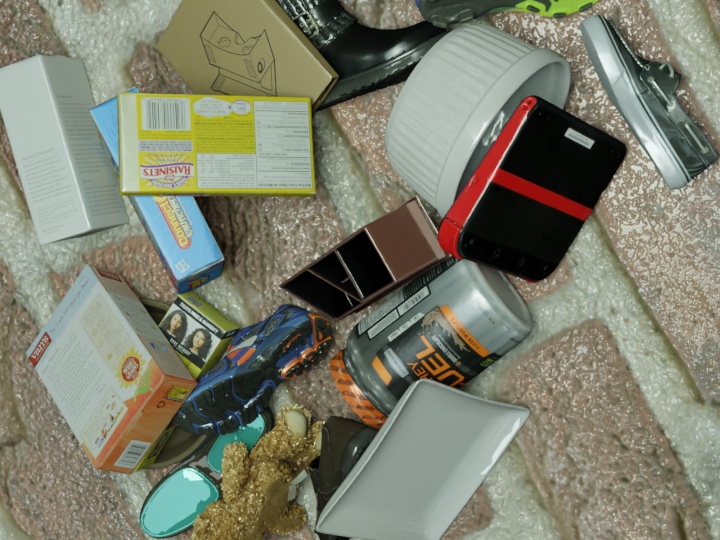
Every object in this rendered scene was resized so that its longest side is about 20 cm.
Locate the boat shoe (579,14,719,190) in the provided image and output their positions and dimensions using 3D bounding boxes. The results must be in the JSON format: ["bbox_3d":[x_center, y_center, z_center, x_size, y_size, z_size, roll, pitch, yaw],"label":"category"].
[{"bbox_3d":[0.297,-0.182,1.441,0.071,0.072,0.200,-31,97,7],"label":"boat shoe"}]

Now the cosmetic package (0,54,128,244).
[{"bbox_3d":[-0.340,-0.137,1.594,0.071,0.101,0.201,-15,91,17],"label":"cosmetic package"}]

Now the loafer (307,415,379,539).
[{"bbox_3d":[-0.020,0.227,1.540,0.071,0.073,0.201,40,137,28],"label":"loafer"}]

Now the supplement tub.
[{"bbox_3d":[0.072,0.074,1.494,0.200,0.122,0.123,-39,85,16],"label":"supplement tub"}]

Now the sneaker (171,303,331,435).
[{"bbox_3d":[-0.125,0.109,1.556,0.200,0.078,0.076,-34,125,-11],"label":"sneaker"}]

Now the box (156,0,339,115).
[{"bbox_3d":[-0.126,-0.227,1.521,0.200,0.021,0.164,51,133,12],"label":"box"}]

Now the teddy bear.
[{"bbox_3d":[-0.107,0.238,1.565,0.067,0.145,0.201,33,102,43],"label":"teddy bear"}]

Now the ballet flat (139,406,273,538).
[{"bbox_3d":[-0.168,0.227,1.601,0.200,0.068,0.068,-44,88,6],"label":"ballet flat"}]

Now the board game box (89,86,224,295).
[{"bbox_3d":[-0.217,-0.079,1.516,0.056,0.196,0.201,-27,88,-9],"label":"board game box"}]

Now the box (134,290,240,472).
[{"bbox_3d":[-0.221,0.125,1.587,0.075,0.050,0.200,37,104,10],"label":"box"}]

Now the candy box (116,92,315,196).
[{"bbox_3d":[-0.145,-0.126,1.426,0.199,0.026,0.103,0,84,-17],"label":"candy box"}]

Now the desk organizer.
[{"bbox_3d":[0.000,0.000,1.474,0.072,0.077,0.200,60,145,2],"label":"desk organizer"}]

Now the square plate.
[{"bbox_3d":[0.065,0.204,1.492,0.200,0.198,0.028,-56,47,13],"label":"square plate"}]

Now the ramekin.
[{"bbox_3d":[0.114,-0.153,1.425,0.105,0.200,0.201,36,104,20],"label":"ramekin"}]

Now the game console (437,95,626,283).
[{"bbox_3d":[0.174,-0.077,1.419,0.031,0.200,0.177,38,103,36],"label":"game console"}]

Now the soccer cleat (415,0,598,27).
[{"bbox_3d":[0.154,-0.300,1.462,0.199,0.084,0.065,-7,129,1],"label":"soccer cleat"}]

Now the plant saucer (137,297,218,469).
[{"bbox_3d":[-0.251,0.130,1.637,0.199,0.029,0.201,2,97,16],"label":"plant saucer"}]

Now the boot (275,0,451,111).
[{"bbox_3d":[-0.014,-0.268,1.503,0.210,0.079,0.159,-18,91,17],"label":"boot"}]

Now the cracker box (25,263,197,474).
[{"bbox_3d":[-0.277,0.107,1.552,0.134,0.058,0.200,-53,51,15],"label":"cracker box"}]
